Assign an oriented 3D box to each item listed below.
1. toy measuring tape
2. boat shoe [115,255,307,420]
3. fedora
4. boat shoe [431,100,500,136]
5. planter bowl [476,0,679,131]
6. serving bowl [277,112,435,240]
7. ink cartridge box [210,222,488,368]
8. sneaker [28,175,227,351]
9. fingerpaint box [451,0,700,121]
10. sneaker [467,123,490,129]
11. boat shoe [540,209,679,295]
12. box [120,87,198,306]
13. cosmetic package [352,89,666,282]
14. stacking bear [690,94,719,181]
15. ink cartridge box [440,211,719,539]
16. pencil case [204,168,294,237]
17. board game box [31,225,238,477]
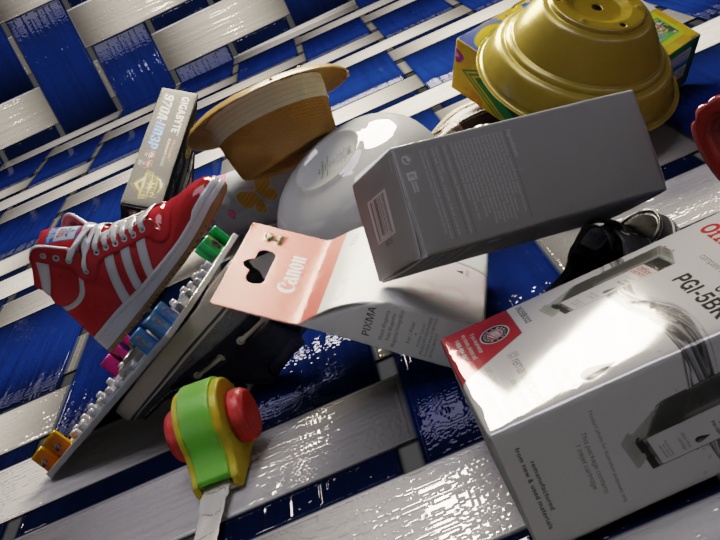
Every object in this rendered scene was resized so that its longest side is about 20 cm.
[{"bbox_3d":[-0.113,0.129,0.799,0.074,0.074,0.200,-21,20,11],"label":"toy measuring tape"},{"bbox_3d":[-0.126,0.083,0.947,0.200,0.093,0.075,-46,11,32],"label":"boat shoe"},{"bbox_3d":[-0.093,-0.157,1.241,0.200,0.082,0.201,-24,-4,-2],"label":"fedora"},{"bbox_3d":[0.092,-0.119,1.193,0.200,0.072,0.072,-28,23,3],"label":"boat shoe"},{"bbox_3d":[0.216,-0.220,1.054,0.200,0.084,0.201,4,45,-4],"label":"planter bowl"},{"bbox_3d":[-0.015,-0.095,1.161,0.200,0.066,0.200,-30,34,23],"label":"serving bowl"},{"bbox_3d":[0.000,0.000,0.877,0.200,0.057,0.163,19,26,-1],"label":"ink cartridge box"},{"bbox_3d":[-0.202,-0.028,0.926,0.200,0.112,0.071,-48,9,28],"label":"sneaker"},{"bbox_3d":[0.225,-0.220,1.172,0.200,0.073,0.167,-35,59,-27],"label":"fingerpaint box"},{"bbox_3d":[0.137,-0.093,1.071,0.080,0.078,0.200,-44,26,-24],"label":"sneaker"},{"bbox_3d":[0.175,-0.002,0.798,0.070,0.066,0.200,-5,28,43],"label":"boat shoe"},{"bbox_3d":[-0.229,-0.085,1.268,0.046,0.159,0.200,10,47,-2],"label":"box"},{"bbox_3d":[0.106,-0.061,0.811,0.200,0.090,0.107,-13,-7,-16],"label":"cosmetic package"},{"bbox_3d":[0.348,-0.115,0.827,0.121,0.114,0.200,-27,4,39],"label":"stacking bear"},{"bbox_3d":[0.162,0.056,0.642,0.200,0.083,0.147,-25,19,1],"label":"ink cartridge box"},{"bbox_3d":[-0.108,-0.097,1.349,0.200,0.083,0.091,-17,3,19],"label":"pencil case"},{"bbox_3d":[-0.200,0.066,0.994,0.200,0.026,0.200,-47,10,25],"label":"board game box"}]
